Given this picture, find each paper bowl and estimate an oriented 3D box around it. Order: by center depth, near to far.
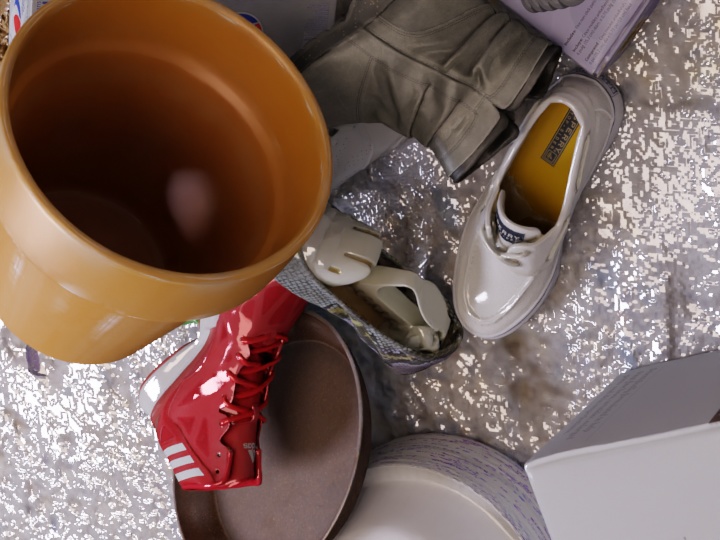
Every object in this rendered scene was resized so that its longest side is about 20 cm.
[{"bbox_3d":[0.046,0.223,1.340,0.200,0.104,0.201,11,114,25],"label":"paper bowl"}]

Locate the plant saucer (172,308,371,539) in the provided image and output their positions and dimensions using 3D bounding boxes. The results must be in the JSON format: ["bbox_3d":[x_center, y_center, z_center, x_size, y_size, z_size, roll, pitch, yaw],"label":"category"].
[{"bbox_3d":[-0.058,0.126,1.351,0.200,0.034,0.201,-21,59,41],"label":"plant saucer"}]

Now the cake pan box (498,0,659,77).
[{"bbox_3d":[0.129,-0.250,1.156,0.184,0.052,0.200,38,121,10],"label":"cake pan box"}]

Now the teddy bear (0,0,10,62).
[{"bbox_3d":[-0.253,-0.184,1.390,0.145,0.067,0.200,49,130,16],"label":"teddy bear"}]

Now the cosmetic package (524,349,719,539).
[{"bbox_3d":[0.232,0.163,1.179,0.165,0.165,0.201,-17,98,33],"label":"cosmetic package"}]

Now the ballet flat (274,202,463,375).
[{"bbox_3d":[0.000,0.000,1.260,0.072,0.072,0.200,-24,132,33],"label":"ballet flat"}]

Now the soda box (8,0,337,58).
[{"bbox_3d":[-0.120,-0.160,1.230,0.068,0.199,0.064,-126,38,-55],"label":"soda box"}]

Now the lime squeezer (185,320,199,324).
[{"bbox_3d":[-0.103,0.020,1.370,0.200,0.071,0.038,-31,72,45],"label":"lime squeezer"}]

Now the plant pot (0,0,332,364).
[{"bbox_3d":[-0.143,-0.039,1.153,0.200,0.200,0.183,48,142,6],"label":"plant pot"}]

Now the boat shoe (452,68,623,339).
[{"bbox_3d":[0.103,-0.034,1.234,0.071,0.070,0.200,35,121,14],"label":"boat shoe"}]

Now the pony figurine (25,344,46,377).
[{"bbox_3d":[-0.248,-0.018,1.402,0.199,0.166,0.194,-9,87,22],"label":"pony figurine"}]

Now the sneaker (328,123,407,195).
[{"bbox_3d":[-0.027,-0.086,1.277,0.075,0.088,0.200,46,122,9],"label":"sneaker"}]

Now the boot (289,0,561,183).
[{"bbox_3d":[0.020,-0.099,1.192,0.131,0.068,0.200,46,109,6],"label":"boot"}]

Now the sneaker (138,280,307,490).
[{"bbox_3d":[-0.072,0.079,1.319,0.200,0.078,0.116,-52,51,38],"label":"sneaker"}]
